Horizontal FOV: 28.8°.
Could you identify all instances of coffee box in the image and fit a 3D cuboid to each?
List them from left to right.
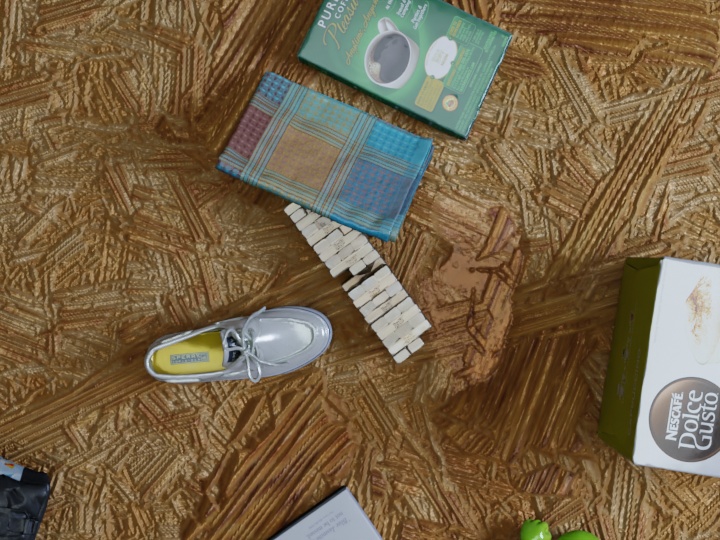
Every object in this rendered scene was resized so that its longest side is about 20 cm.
[{"bbox_3d":[0.046,-0.234,1.475,0.199,0.044,0.124,24,91,-1],"label":"coffee box"},{"bbox_3d":[0.359,0.097,1.402,0.196,0.200,0.201,9,91,0],"label":"coffee box"}]

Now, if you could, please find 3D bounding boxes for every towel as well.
[{"bbox_3d":[-0.033,-0.119,1.451,0.199,0.022,0.147,23,54,0],"label":"towel"}]

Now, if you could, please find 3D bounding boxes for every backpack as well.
[{"bbox_3d":[-0.442,0.248,1.451,0.199,0.154,0.164,18,94,-22],"label":"backpack"}]

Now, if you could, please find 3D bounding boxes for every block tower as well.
[{"bbox_3d":[0.000,0.000,1.476,0.054,0.058,0.201,-36,93,1],"label":"block tower"}]

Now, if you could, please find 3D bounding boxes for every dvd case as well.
[{"bbox_3d":[-0.018,0.352,1.501,0.142,0.018,0.201,-35,91,0],"label":"dvd case"}]

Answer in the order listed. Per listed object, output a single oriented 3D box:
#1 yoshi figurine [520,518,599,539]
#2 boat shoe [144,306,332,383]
[{"bbox_3d":[0.179,0.324,1.476,0.199,0.113,0.113,-13,50,14],"label":"yoshi figurine"},{"bbox_3d":[-0.129,0.079,1.462,0.200,0.086,0.075,-7,91,1],"label":"boat shoe"}]
